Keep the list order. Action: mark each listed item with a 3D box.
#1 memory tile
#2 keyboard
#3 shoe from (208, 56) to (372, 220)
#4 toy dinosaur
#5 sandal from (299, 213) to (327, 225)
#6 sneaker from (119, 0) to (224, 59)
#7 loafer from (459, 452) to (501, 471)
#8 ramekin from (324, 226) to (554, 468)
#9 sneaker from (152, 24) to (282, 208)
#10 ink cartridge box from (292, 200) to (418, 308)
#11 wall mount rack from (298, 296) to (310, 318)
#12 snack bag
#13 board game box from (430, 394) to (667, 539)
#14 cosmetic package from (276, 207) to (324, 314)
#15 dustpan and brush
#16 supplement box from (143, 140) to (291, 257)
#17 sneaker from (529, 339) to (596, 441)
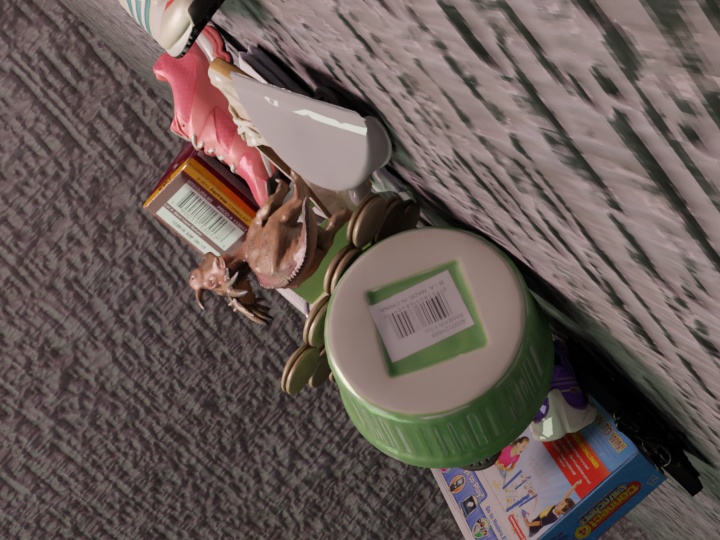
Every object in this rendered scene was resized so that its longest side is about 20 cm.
[{"bbox_3d":[-0.008,0.021,0.926,0.017,0.201,0.153,28,-168,19],"label":"memory tile"},{"bbox_3d":[0.275,0.141,0.936,0.200,0.040,0.104,42,-160,-24],"label":"keyboard"},{"bbox_3d":[-0.070,-0.118,0.913,0.200,0.053,0.070,40,176,-28],"label":"shoe"},{"bbox_3d":[-0.078,-0.011,0.908,0.086,0.136,0.200,39,163,-16],"label":"toy dinosaur"},{"bbox_3d":[0.023,-0.047,1.173,0.205,0.060,0.079,20,175,-8],"label":"sandal"},{"bbox_3d":[-0.170,-0.231,0.792,0.093,0.071,0.200,36,-178,-26],"label":"sneaker"},{"bbox_3d":[0.122,0.095,0.968,0.072,0.202,0.071,6,-177,20],"label":"loafer"},{"bbox_3d":[0.064,0.060,0.850,0.200,0.200,0.098,40,170,29],"label":"ramekin"},{"bbox_3d":[-0.142,-0.140,0.987,0.074,0.086,0.201,108,136,-84],"label":"sneaker"},{"bbox_3d":[0.000,0.000,1.033,0.200,0.145,0.048,36,-163,-35],"label":"ink cartridge box"},{"bbox_3d":[0.019,0.057,1.203,0.174,0.199,0.075,55,145,13],"label":"wall mount rack"},{"bbox_3d":[-0.045,-0.140,0.988,0.200,0.021,0.189,42,177,-8],"label":"snack bag"},{"bbox_3d":[0.184,0.207,1.023,0.056,0.196,0.200,42,-171,-28],"label":"board game box"},{"bbox_3d":[-0.041,-0.004,1.511,0.165,0.165,0.200,40,177,8],"label":"cosmetic package"},{"bbox_3d":[-0.022,-0.100,0.851,0.139,0.057,0.201,22,151,26],"label":"dustpan and brush"},{"bbox_3d":[-0.141,-0.110,1.084,0.110,0.086,0.201,42,-145,-17],"label":"supplement box"},{"bbox_3d":[0.184,0.093,0.956,0.200,0.080,0.084,-81,-28,-80],"label":"sneaker"}]
